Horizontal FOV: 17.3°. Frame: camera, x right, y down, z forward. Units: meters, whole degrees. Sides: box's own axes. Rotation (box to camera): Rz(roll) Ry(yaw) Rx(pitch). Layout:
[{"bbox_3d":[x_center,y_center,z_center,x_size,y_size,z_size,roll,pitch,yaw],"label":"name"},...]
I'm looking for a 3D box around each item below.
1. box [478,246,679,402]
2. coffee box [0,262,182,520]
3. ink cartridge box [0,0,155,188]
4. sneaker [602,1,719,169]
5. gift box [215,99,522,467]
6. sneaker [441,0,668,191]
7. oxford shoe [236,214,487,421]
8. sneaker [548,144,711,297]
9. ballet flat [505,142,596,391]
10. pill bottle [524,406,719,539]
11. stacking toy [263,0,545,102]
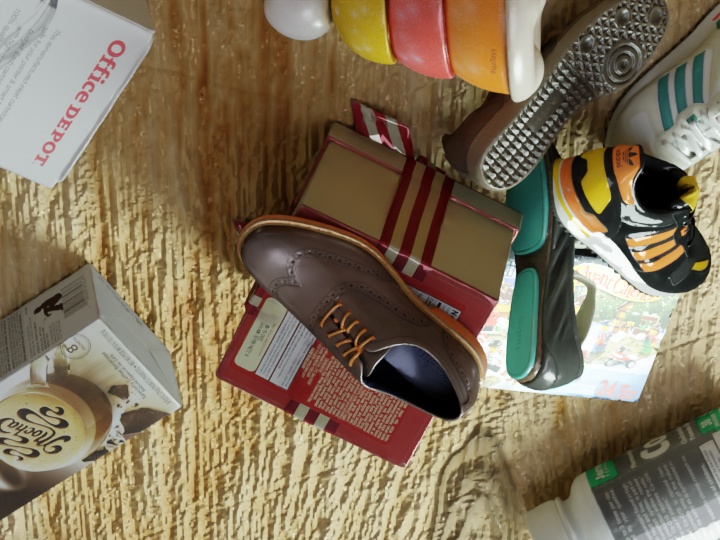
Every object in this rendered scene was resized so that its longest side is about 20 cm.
[{"bbox_3d":[0.148,0.034,1.893,0.200,0.038,0.137,6,123,-17],"label":"box"},{"bbox_3d":[-0.254,0.101,1.817,0.200,0.080,0.113,-33,125,10],"label":"coffee box"},{"bbox_3d":[-0.265,-0.166,1.622,0.200,0.084,0.145,24,116,-27],"label":"ink cartridge box"},{"bbox_3d":[0.260,-0.121,1.775,0.070,0.093,0.200,30,113,-29],"label":"sneaker"},{"bbox_3d":[0.000,0.000,1.746,0.200,0.187,0.185,31,115,-4],"label":"gift box"},{"bbox_3d":[0.138,-0.147,1.750,0.200,0.076,0.070,-43,128,-10],"label":"sneaker"},{"bbox_3d":[0.000,0.032,1.616,0.200,0.073,0.071,32,115,-5],"label":"oxford shoe"},{"bbox_3d":[0.228,-0.038,1.784,0.090,0.070,0.200,-18,148,34],"label":"sneaker"},{"bbox_3d":[0.147,-0.007,1.804,0.068,0.068,0.200,6,84,-28],"label":"ballet flat"},{"bbox_3d":[0.248,0.204,1.992,0.200,0.113,0.113,-27,127,5],"label":"pill bottle"},{"bbox_3d":[0.030,-0.192,1.668,0.200,0.146,0.146,1,126,7],"label":"stacking toy"}]
